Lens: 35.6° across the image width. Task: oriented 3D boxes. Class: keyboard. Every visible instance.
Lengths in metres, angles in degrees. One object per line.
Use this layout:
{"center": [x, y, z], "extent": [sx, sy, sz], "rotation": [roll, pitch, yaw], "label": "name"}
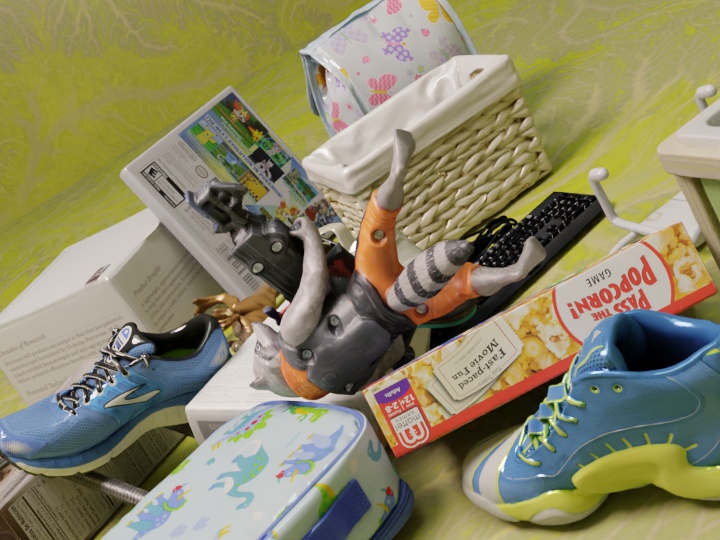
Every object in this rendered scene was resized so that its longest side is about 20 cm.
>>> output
{"center": [0.106, -0.013, 0.919], "extent": [0.200, 0.040, 0.104], "rotation": [-39, 21, -24], "label": "keyboard"}

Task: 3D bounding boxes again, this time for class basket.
{"center": [0.067, -0.103, 1.073], "extent": [0.199, 0.124, 0.135], "rotation": [-36, 20, -11], "label": "basket"}

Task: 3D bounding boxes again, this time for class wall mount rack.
{"center": [0.255, -0.073, 0.783], "extent": [0.199, 0.075, 0.174], "rotation": [-37, 20, -12], "label": "wall mount rack"}

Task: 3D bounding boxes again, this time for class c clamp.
{"center": [-0.180, 0.151, 0.858], "extent": [0.198, 0.027, 0.171], "rotation": [10, 34, 21], "label": "c clamp"}

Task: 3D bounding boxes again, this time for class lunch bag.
{"center": [-0.073, 0.168, 0.676], "extent": [0.200, 0.083, 0.160], "rotation": [-44, 21, -31], "label": "lunch bag"}
{"center": [0.044, -0.193, 1.216], "extent": [0.169, 0.201, 0.127], "rotation": [-40, 21, -22], "label": "lunch bag"}

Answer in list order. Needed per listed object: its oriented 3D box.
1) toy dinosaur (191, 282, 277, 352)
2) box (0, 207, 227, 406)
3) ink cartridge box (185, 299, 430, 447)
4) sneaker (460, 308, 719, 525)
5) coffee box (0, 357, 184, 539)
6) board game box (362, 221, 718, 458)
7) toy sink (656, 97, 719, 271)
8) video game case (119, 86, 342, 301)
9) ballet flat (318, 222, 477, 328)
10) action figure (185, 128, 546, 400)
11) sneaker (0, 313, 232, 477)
{"center": [-0.106, 0.040, 1.116], "extent": [0.105, 0.061, 0.201], "rotation": [-1, 32, 11], "label": "toy dinosaur"}
{"center": [-0.263, 0.041, 1.213], "extent": [0.199, 0.131, 0.199], "rotation": [-21, 21, 27], "label": "box"}
{"center": [-0.018, 0.067, 0.871], "extent": [0.161, 0.051, 0.200], "rotation": [-4, 25, 33], "label": "ink cartridge box"}
{"center": [0.123, 0.069, 0.583], "extent": [0.199, 0.105, 0.076], "rotation": [-17, 25, 35], "label": "sneaker"}
{"center": [-0.248, 0.164, 0.959], "extent": [0.112, 0.080, 0.200], "rotation": [-9, 29, 43], "label": "coffee box"}
{"center": [0.108, 0.040, 0.685], "extent": [0.199, 0.047, 0.151], "rotation": [-29, -6, 9], "label": "board game box"}
{"center": [0.238, -0.048, 0.555], "extent": [0.112, 0.201, 0.130], "rotation": [-35, 20, -14], "label": "toy sink"}
{"center": [-0.131, -0.080, 1.212], "extent": [0.182, 0.200, 0.022], "rotation": [-46, 5, -38], "label": "video game case"}
{"center": [0.000, 0.000, 0.852], "extent": [0.199, 0.069, 0.068], "rotation": [5, 32, 45], "label": "ballet flat"}
{"center": [-0.014, 0.008, 0.692], "extent": [0.194, 0.199, 0.105], "rotation": [-46, 27, 28], "label": "action figure"}
{"center": [-0.188, 0.085, 0.853], "extent": [0.199, 0.090, 0.078], "rotation": [-24, 36, -31], "label": "sneaker"}
